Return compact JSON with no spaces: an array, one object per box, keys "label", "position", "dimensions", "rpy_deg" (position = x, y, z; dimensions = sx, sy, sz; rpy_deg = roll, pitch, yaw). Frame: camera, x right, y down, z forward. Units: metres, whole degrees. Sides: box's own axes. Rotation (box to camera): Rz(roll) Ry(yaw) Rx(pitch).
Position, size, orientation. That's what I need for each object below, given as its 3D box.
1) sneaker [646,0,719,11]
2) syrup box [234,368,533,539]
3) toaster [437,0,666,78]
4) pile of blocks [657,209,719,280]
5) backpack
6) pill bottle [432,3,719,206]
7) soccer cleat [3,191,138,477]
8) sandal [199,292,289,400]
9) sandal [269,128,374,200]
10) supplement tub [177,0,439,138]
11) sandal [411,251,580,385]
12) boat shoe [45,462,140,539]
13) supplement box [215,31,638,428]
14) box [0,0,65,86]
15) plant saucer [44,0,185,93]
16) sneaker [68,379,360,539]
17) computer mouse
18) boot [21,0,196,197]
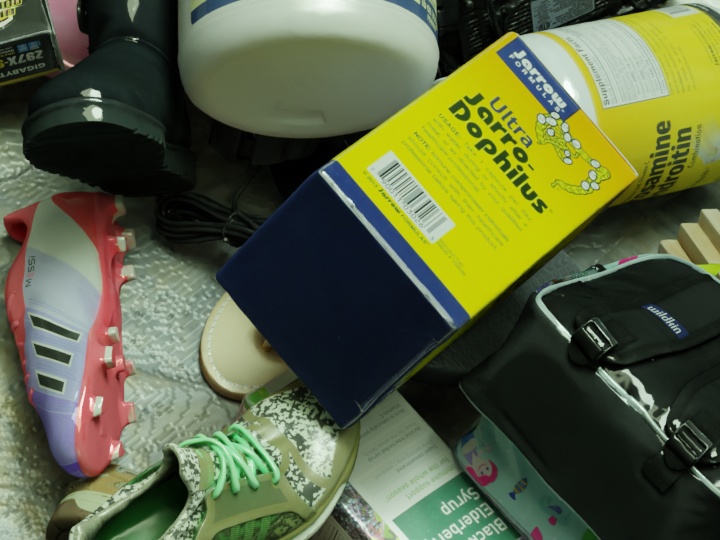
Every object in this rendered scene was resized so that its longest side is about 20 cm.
[{"label":"sneaker","position":[0.220,-0.159,1.859],"dimensions":[0.084,0.073,0.200],"rpy_deg":[-33,67,-14]},{"label":"syrup box","position":[0.020,0.141,1.569],"dimensions":[0.079,0.082,0.200],"rpy_deg":[-31,68,-31]},{"label":"toaster","position":[0.093,-0.219,1.762],"dimensions":[0.199,0.181,0.119],"rpy_deg":[-25,52,-10]},{"label":"pile of blocks","position":[0.203,0.054,1.685],"dimensions":[0.062,0.082,0.201],"rpy_deg":[-2,57,-18]},{"label":"backpack","position":[0.162,0.084,1.562],"dimensions":[0.178,0.151,0.200],"rpy_deg":[45,35,15]},{"label":"pill bottle","position":[0.138,-0.092,1.742],"dimensions":[0.199,0.112,0.112],"rpy_deg":[-13,61,-29]},{"label":"soccer cleat","position":[-0.165,0.036,1.594],"dimensions":[0.076,0.067,0.201],"rpy_deg":[-8,47,8]},{"label":"sandal","position":[-0.004,-0.004,1.670],"dimensions":[0.211,0.070,0.078],"rpy_deg":[-28,67,-31]},{"label":"sandal","position":[-0.024,-0.110,1.740],"dimensions":[0.076,0.043,0.201],"rpy_deg":[-12,50,6]},{"label":"supplement tub","position":[-0.031,-0.191,1.614],"dimensions":[0.144,0.145,0.201],"rpy_deg":[4,67,-14]},{"label":"sandal","position":[0.064,0.031,1.654],"dimensions":[0.200,0.043,0.076],"rpy_deg":[-10,63,-52]},{"label":"boat shoe","position":[-0.064,0.153,1.546],"dimensions":[0.199,0.072,0.076],"rpy_deg":[26,41,2]},{"label":"supplement box","position":[0.038,-0.024,1.539],"dimensions":[0.110,0.109,0.200],"rpy_deg":[49,43,3]},{"label":"box","position":[-0.286,-0.166,1.675],"dimensions":[0.199,0.049,0.161],"rpy_deg":[-15,62,-5]},{"label":"plant saucer","position":[-0.148,-0.179,1.762],"dimensions":[0.199,0.051,0.202],"rpy_deg":[8,55,-11]},{"label":"sneaker","position":[-0.075,0.112,1.473],"dimensions":[0.200,0.089,0.077],"rpy_deg":[-39,66,-25]},{"label":"computer mouse","position":[-0.030,-0.094,1.673],"dimensions":[0.140,0.046,0.201],"rpy_deg":[18,65,36]},{"label":"boot","position":[-0.141,-0.137,1.598],"dimensions":[0.076,0.200,0.169],"rpy_deg":[-7,82,11]}]
